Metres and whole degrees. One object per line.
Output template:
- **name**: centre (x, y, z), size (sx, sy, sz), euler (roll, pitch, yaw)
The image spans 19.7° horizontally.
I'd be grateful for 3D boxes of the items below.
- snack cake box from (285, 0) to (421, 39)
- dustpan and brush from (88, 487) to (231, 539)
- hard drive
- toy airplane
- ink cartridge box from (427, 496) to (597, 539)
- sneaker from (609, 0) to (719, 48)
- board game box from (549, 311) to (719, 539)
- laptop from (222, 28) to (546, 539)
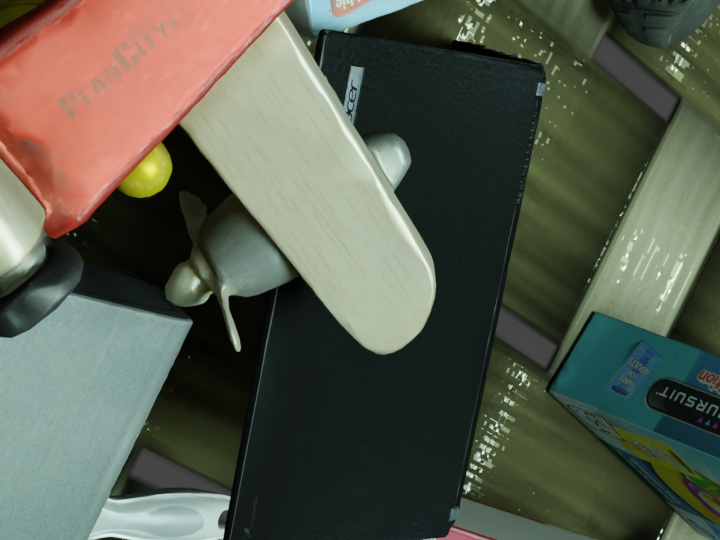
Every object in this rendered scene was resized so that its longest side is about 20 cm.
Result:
- **snack cake box**: centre (0.023, -0.152, 0.757), size (0.199, 0.115, 0.068), euler (-25, 117, -32)
- **dustpan and brush**: centre (-0.133, 0.084, 0.737), size (0.199, 0.057, 0.141), euler (2, 102, -40)
- **hard drive**: centre (-0.154, 0.085, 0.669), size (0.139, 0.033, 0.201), euler (15, 107, -43)
- **toy airplane**: centre (-0.065, -0.077, 0.601), size (0.198, 0.141, 0.202), euler (2, 97, -20)
- **ink cartridge box**: centre (0.040, 0.203, 0.853), size (0.084, 0.144, 0.201), euler (-18, 125, -83)
- **sneaker**: centre (0.177, -0.180, 0.905), size (0.091, 0.076, 0.201), euler (34, 83, -46)
- **board game box**: centre (0.199, 0.099, 0.920), size (0.151, 0.199, 0.047), euler (42, 77, -38)
- **laptop**: centre (0.000, 0.000, 0.769), size (0.103, 0.200, 0.179), euler (10, 98, -13)
